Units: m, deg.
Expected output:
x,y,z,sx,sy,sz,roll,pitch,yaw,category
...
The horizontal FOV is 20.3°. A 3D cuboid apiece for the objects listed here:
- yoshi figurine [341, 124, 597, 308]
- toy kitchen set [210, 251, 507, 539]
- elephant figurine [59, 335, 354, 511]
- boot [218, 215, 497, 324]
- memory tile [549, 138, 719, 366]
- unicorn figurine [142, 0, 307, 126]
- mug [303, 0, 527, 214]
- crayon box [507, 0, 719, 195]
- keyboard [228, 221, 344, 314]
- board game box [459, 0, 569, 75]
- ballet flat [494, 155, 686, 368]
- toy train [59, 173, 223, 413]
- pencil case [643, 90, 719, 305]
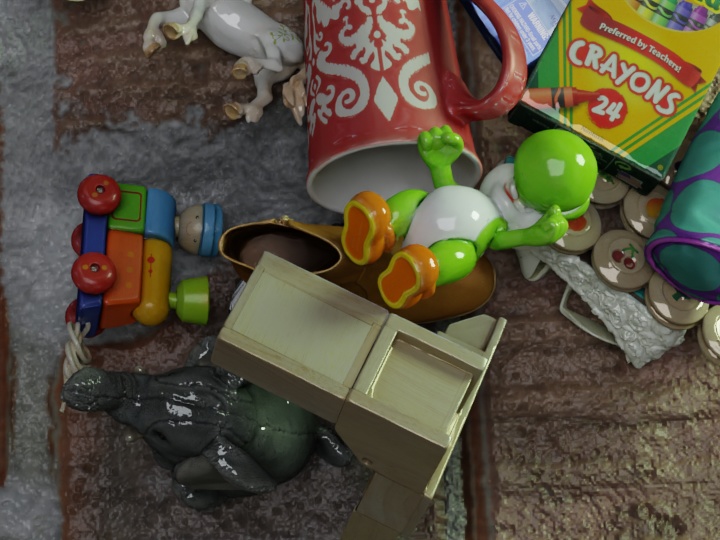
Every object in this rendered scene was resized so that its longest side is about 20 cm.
x,y,z,sx,sy,sz,roll,pitch,yaw,category
0.092,-0.050,1.427,0.199,0.112,0.113,-21,105,-33,yoshi figurine
-0.004,0.072,1.471,0.180,0.200,0.164,26,57,3,toy kitchen set
-0.109,0.111,1.474,0.155,0.200,0.142,-32,80,-3,elephant figurine
0.000,-0.001,1.496,0.200,0.144,0.071,4,86,7,boot
0.244,-0.030,1.540,0.200,0.017,0.154,35,60,3,memory tile
-0.107,-0.202,1.590,0.200,0.074,0.137,49,43,-11,unicorn figurine
0.037,-0.161,1.543,0.176,0.134,0.201,-8,67,4,mug
0.213,-0.176,1.535,0.127,0.051,0.201,28,76,0,crayon box
0.004,0.037,1.574,0.200,0.021,0.127,35,89,7,keyboard
0.153,-0.287,1.611,0.199,0.043,0.200,-33,81,-4,board game box
0.164,0.000,1.552,0.200,0.072,0.072,44,85,11,ballet flat
-0.166,0.025,1.534,0.115,0.085,0.201,5,59,-10,toy train
0.289,-0.071,1.513,0.092,0.085,0.200,8,55,35,pencil case
